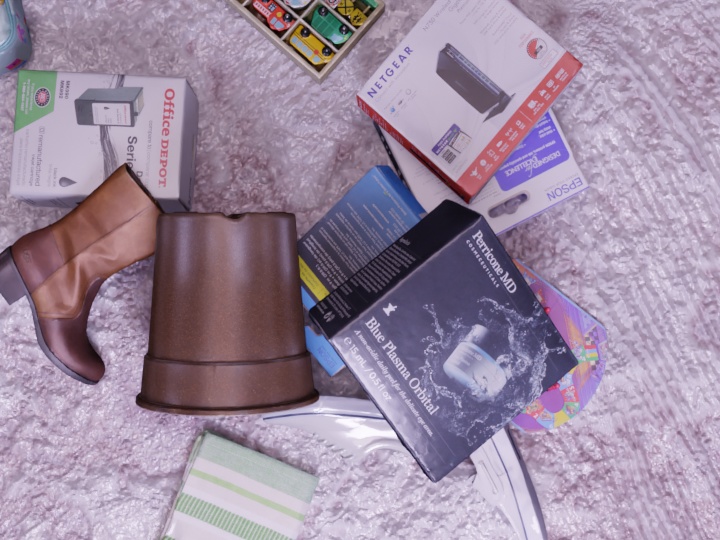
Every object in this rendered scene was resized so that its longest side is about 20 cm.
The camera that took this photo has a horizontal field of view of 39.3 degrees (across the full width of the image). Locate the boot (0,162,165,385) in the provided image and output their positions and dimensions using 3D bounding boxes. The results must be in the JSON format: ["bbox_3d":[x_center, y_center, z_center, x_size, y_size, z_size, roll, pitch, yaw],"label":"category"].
[{"bbox_3d":[-0.286,0.008,1.137,0.198,0.068,0.190,-33,103,-2],"label":"boot"}]

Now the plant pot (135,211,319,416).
[{"bbox_3d":[-0.141,0.038,1.075,0.196,0.200,0.203,0,93,0],"label":"plant pot"}]

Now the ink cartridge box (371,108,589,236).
[{"bbox_3d":[0.140,-0.140,1.193,0.195,0.043,0.203,-26,83,-2],"label":"ink cartridge box"}]

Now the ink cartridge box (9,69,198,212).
[{"bbox_3d":[-0.294,-0.150,1.173,0.195,0.084,0.149,2,83,0],"label":"ink cartridge box"}]

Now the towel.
[{"bbox_3d":[-0.152,0.303,1.149,0.150,0.023,0.203,22,82,2],"label":"towel"}]

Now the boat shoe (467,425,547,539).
[{"bbox_3d":[0.153,0.230,1.141,0.064,0.073,0.203,-23,79,12],"label":"boat shoe"}]

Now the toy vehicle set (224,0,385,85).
[{"bbox_3d":[-0.082,-0.339,1.226,0.199,0.027,0.125,41,84,5],"label":"toy vehicle set"}]

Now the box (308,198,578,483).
[{"bbox_3d":[0.084,0.070,1.048,0.199,0.117,0.198,-38,107,-4],"label":"box"}]

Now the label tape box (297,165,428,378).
[{"bbox_3d":[0.000,0.000,1.158,0.200,0.063,0.145,-42,84,16],"label":"label tape box"}]

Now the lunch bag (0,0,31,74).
[{"bbox_3d":[-0.489,-0.319,1.197,0.157,0.077,0.204,-17,83,-2],"label":"lunch bag"}]

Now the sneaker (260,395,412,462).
[{"bbox_3d":[-0.017,0.180,1.138,0.195,0.073,0.072,4,79,0],"label":"sneaker"}]

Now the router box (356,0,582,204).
[{"bbox_3d":[0.123,-0.211,1.156,0.179,0.049,0.201,40,86,5],"label":"router box"}]

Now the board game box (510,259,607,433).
[{"bbox_3d":[0.191,0.087,1.166,0.199,0.039,0.159,38,84,5],"label":"board game box"}]
